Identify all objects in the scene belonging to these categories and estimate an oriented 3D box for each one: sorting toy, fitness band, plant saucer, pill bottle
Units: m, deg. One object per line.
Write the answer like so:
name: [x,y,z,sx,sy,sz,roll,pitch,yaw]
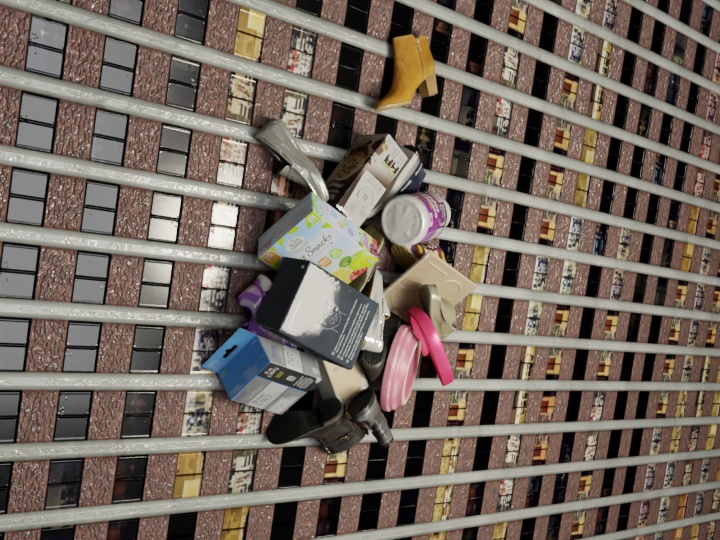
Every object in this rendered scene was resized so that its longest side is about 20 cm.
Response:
sorting toy: [0.153,0.049,1.752,0.199,0.037,0.185,30,120,-37]
fitness band: [0.165,0.176,1.731,0.037,0.144,0.203,-26,114,-6]
plant saucer: [0.097,0.229,1.711,0.200,0.050,0.205,14,89,-76]
pill bottle: [0.134,-0.121,1.684,0.199,0.110,0.115,-19,111,-61]

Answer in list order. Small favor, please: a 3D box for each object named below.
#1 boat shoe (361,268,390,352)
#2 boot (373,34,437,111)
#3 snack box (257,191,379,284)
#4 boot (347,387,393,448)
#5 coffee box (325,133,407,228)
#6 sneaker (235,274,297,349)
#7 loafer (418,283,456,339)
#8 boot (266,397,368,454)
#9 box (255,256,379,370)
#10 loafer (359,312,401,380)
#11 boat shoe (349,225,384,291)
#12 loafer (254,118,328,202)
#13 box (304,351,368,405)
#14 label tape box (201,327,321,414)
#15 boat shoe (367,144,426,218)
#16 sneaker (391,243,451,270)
boat shoe: [0.032,0.093,1.662,0.068,0.071,0.203,20,57,-19]
boot: [0.089,-0.447,1.667,0.199,0.070,0.147,-27,106,-34]
snack box: [-0.087,-0.044,1.535,0.168,0.068,0.199,-37,127,26]
boot: [0.032,0.332,1.638,0.069,0.200,0.133,-30,91,4]
coffee box: [-0.004,-0.194,1.602,0.080,0.112,0.201,45,71,-31]
sneaker: [-0.197,0.113,1.534,0.088,0.080,0.203,-29,112,-20]
loafer: [0.184,0.091,1.727,0.067,0.076,0.201,-22,145,-2]
boot: [-0.091,0.366,1.640,0.197,0.070,0.175,-20,140,5]
box: [-0.085,0.087,1.492,0.199,0.106,0.151,33,76,-35]
loafer: [0.040,0.171,1.692,0.201,0.072,0.072,-60,158,-49]
boat shoe: [-0.001,-0.001,1.662,0.203,0.071,0.066,-62,159,-4]
loafer: [-0.139,-0.213,1.517,0.070,0.070,0.201,-40,100,-15]
box: [-0.063,0.188,1.638,0.094,0.077,0.203,-33,115,-29]
label tape box: [-0.200,0.209,1.502,0.198,0.064,0.144,25,125,-36]
boat shoe: [0.077,-0.182,1.693,0.201,0.074,0.093,-50,139,-7]
sneaker: [0.146,-0.036,1.769,0.200,0.074,0.091,46,63,-39]
